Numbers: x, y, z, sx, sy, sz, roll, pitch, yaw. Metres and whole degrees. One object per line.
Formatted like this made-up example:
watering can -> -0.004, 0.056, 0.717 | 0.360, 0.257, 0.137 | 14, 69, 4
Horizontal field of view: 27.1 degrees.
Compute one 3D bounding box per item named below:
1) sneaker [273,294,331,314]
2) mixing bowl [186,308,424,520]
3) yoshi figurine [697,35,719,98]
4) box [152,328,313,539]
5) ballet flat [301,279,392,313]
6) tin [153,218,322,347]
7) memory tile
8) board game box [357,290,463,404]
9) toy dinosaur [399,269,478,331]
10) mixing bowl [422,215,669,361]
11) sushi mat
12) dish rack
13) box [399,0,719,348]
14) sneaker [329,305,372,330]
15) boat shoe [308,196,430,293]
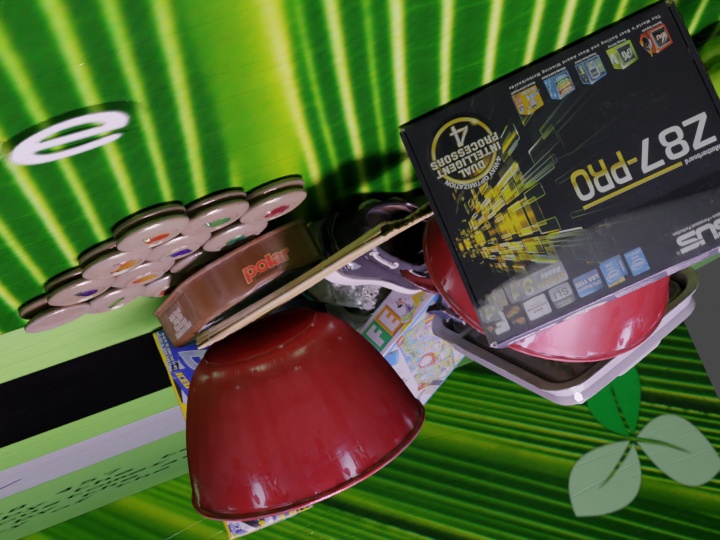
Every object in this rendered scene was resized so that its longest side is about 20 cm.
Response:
sneaker -> -0.048, 0.074, 1.364 | 0.075, 0.088, 0.200 | -25, 147, 11
mixing bowl -> -0.061, 0.100, 1.181 | 0.199, 0.109, 0.200 | -20, -164, 6
yoshi figurine -> 0.267, -0.118, 1.164 | 0.112, 0.113, 0.200 | -37, 175, -23
box -> -0.116, 0.136, 1.357 | 0.070, 0.201, 0.064 | -23, 172, 10
ballet flat -> 0.000, 0.000, 1.300 | 0.072, 0.072, 0.200 | -25, 172, 14
tin -> -0.096, 0.013, 1.147 | 0.112, 0.042, 0.200 | -24, 176, -21
memory tile -> -0.139, -0.009, 1.035 | 0.153, 0.017, 0.200 | -15, 169, -41
board game box -> 0.045, 0.075, 1.384 | 0.135, 0.034, 0.200 | -51, 159, 5
toy dinosaur -> 0.131, -0.033, 1.219 | 0.105, 0.182, 0.200 | 19, 170, 21
mixing bowl -> 0.156, -0.041, 1.126 | 0.199, 0.200, 0.109 | -18, 145, -29
sushi mat -> -0.029, 0.002, 1.092 | 0.200, 0.012, 0.096 | -31, 177, 35
dish rack -> 0.174, 0.040, 1.257 | 0.171, 0.044, 0.200 | -36, -150, -19
box -> 0.146, -0.060, 0.979 | 0.199, 0.162, 0.049 | -24, 171, 11
sneaker -> -0.030, 0.055, 1.513 | 0.115, 0.074, 0.200 | -21, 171, 10
boat shoe -> 0.036, -0.026, 1.217 | 0.060, 0.074, 0.200 | -23, 165, 32
